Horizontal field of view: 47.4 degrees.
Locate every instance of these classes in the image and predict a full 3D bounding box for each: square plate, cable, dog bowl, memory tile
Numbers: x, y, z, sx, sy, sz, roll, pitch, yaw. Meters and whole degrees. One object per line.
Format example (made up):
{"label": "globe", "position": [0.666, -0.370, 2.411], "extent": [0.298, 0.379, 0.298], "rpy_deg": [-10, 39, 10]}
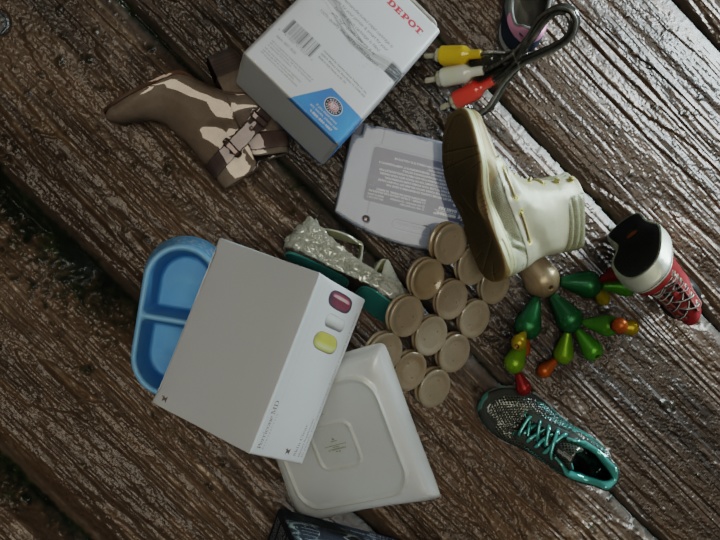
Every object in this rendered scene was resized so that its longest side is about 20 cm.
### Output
{"label": "square plate", "position": [-0.028, 0.203, 0.975], "extent": [0.197, 0.028, 0.201], "rpy_deg": [-17, 101, 23]}
{"label": "cable", "position": [0.168, -0.240, 0.968], "extent": [0.198, 0.050, 0.099], "rpy_deg": [-11, 106, 41]}
{"label": "dog bowl", "position": [-0.221, 0.060, 0.997], "extent": [0.109, 0.050, 0.204], "rpy_deg": [10, 92, -4]}
{"label": "memory tile", "position": [0.095, 0.055, 0.995], "extent": [0.153, 0.017, 0.202], "rpy_deg": [35, 85, -37]}

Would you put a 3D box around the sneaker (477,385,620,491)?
{"label": "sneaker", "position": [0.238, 0.207, 1.010], "extent": [0.198, 0.091, 0.079], "rpy_deg": [28, 89, -4]}

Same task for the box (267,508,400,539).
{"label": "box", "position": [-0.006, 0.382, 0.929], "extent": [0.197, 0.196, 0.126], "rpy_deg": [20, 90, -17]}

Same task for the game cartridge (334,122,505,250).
{"label": "game cartridge", "position": [0.071, -0.096, 1.018], "extent": [0.196, 0.041, 0.136], "rpy_deg": [13, 88, -4]}

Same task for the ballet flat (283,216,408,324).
{"label": "ballet flat", "position": [0.000, 0.000, 0.999], "extent": [0.198, 0.072, 0.072], "rpy_deg": [33, 90, -11]}

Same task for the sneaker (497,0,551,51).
{"label": "sneaker", "position": [0.213, -0.368, 0.994], "extent": [0.069, 0.082, 0.204], "rpy_deg": [4, 91, -4]}

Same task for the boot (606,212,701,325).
{"label": "boot", "position": [0.361, 0.018, 0.961], "extent": [0.072, 0.200, 0.145], "rpy_deg": [-38, 95, 20]}

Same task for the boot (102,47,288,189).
{"label": "boot", "position": [-0.188, -0.168, 0.983], "extent": [0.197, 0.070, 0.148], "rpy_deg": [-25, 95, -2]}

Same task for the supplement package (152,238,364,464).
{"label": "supplement package", "position": [-0.113, 0.090, 0.930], "extent": [0.154, 0.111, 0.203], "rpy_deg": [17, 83, 32]}

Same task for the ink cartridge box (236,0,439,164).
{"label": "ink cartridge box", "position": [-0.025, -0.251, 0.957], "extent": [0.144, 0.084, 0.201], "rpy_deg": [43, 72, -5]}

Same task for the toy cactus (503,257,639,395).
{"label": "toy cactus", "position": [0.243, 0.044, 1.013], "extent": [0.199, 0.102, 0.166], "rpy_deg": [-35, 84, 7]}

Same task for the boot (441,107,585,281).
{"label": "boot", "position": [0.186, -0.103, 0.976], "extent": [0.153, 0.072, 0.204], "rpy_deg": [-17, 90, -29]}
